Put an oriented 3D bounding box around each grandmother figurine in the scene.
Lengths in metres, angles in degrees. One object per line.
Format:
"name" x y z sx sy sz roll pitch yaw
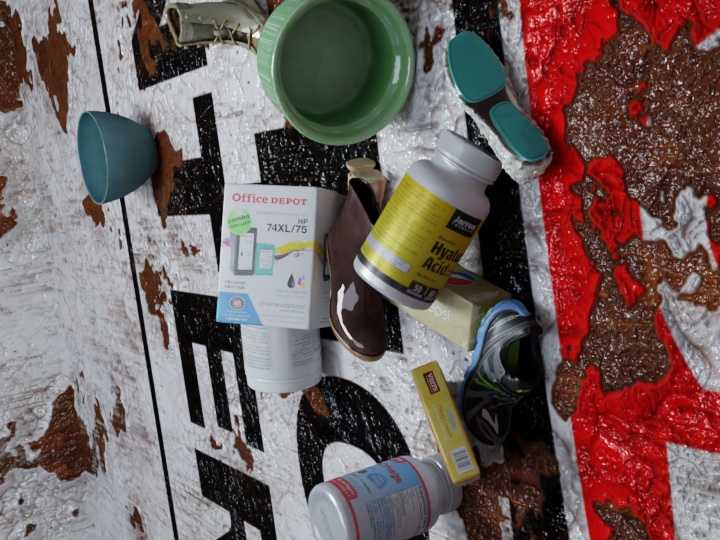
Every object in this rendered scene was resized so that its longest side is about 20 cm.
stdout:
"grandmother figurine" 0.000 -0.053 1.378 0.121 0.060 0.201 -100 13 -59

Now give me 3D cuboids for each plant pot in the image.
"plant pot" -0.523 -0.253 2.075 0.200 0.134 0.201 25 121 53

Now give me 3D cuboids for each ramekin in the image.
"ramekin" -0.038 -0.272 1.236 0.098 0.199 0.201 -141 48 -57

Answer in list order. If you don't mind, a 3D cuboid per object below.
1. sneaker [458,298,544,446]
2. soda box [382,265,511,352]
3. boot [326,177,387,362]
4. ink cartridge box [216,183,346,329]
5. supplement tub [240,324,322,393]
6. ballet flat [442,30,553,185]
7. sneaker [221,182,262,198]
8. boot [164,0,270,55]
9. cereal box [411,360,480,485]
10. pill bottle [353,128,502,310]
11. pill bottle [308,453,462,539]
"sneaker" 0.173 0.134 1.142 0.083 0.071 0.200 43 133 47
"soda box" 0.104 0.031 1.226 0.200 0.064 0.068 33 127 50
"boot" 0.000 0.000 1.247 0.167 0.072 0.201 106 152 -49
"ink cartridge box" -0.113 -0.022 1.395 0.146 0.146 0.201 3 91 16
"supplement tub" -0.132 0.087 1.563 0.132 0.131 0.201 18 114 55
"ballet flat" 0.149 -0.180 1.086 0.201 0.072 0.072 64 146 22
"sneaker" -0.180 -0.105 1.630 0.200 0.073 0.082 20 118 56
"boot" -0.212 -0.379 1.512 0.200 0.154 0.072 48 137 40
"cereal box" 0.110 0.199 1.201 0.200 0.039 0.144 66 -177 -74
"pill bottle" 0.085 -0.062 1.132 0.111 0.111 0.200 43 109 43
"pill bottle" 0.037 0.318 1.298 0.109 0.199 0.109 26 121 52
